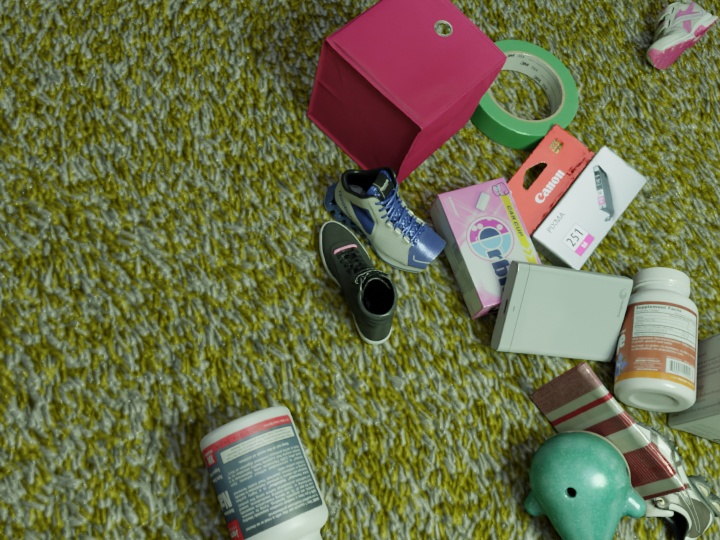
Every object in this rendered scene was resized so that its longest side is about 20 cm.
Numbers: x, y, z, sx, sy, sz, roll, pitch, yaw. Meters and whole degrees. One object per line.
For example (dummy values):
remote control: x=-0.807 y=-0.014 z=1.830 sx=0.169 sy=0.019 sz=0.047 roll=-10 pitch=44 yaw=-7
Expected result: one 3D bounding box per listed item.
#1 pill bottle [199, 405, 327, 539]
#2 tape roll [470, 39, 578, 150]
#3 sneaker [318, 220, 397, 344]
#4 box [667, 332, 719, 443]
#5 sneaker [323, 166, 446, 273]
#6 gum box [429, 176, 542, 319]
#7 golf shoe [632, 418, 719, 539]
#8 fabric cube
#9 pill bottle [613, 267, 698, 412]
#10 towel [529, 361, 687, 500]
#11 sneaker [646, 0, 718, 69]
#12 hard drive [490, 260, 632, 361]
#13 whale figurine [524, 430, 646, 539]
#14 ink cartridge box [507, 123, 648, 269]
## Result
pill bottle: x=-0.107 y=0.278 z=0.860 sx=0.119 sy=0.120 sz=0.200 roll=-18 pitch=72 yaw=-19
tape roll: x=0.278 y=-0.308 z=1.239 sx=0.200 sy=0.048 sz=0.201 roll=5 pitch=67 yaw=-12
sneaker: x=0.000 y=0.000 z=1.015 sx=0.071 sy=0.099 sz=0.200 roll=-19 pitch=72 yaw=-18
box: x=0.592 y=0.181 z=1.021 sx=0.199 sy=0.200 sz=0.131 roll=21 pitch=66 yaw=-3
sneaker: x=0.038 y=-0.084 z=1.050 sx=0.199 sy=0.115 sz=0.081 roll=35 pitch=65 yaw=3
gum box: x=0.197 y=-0.030 z=1.085 sx=0.113 sy=0.066 sz=0.200 roll=-16 pitch=73 yaw=-13
golf shoe: x=0.415 y=0.294 z=1.000 sx=0.200 sy=0.078 sz=0.094 roll=45 pitch=65 yaw=9
fabric cube: x=0.063 y=-0.284 z=1.094 sx=0.196 sy=0.200 sz=0.199 roll=45 pitch=66 yaw=7
pill bottle: x=0.447 y=0.102 z=1.070 sx=0.112 sy=0.112 sz=0.200 roll=18 pitch=64 yaw=-5
towel: x=0.334 y=0.226 z=0.972 sx=0.023 sy=0.144 sz=0.200 roll=-33 pitch=78 yaw=-27
sneaker: x=0.598 y=-0.459 z=1.366 sx=0.088 sy=0.081 sz=0.200 roll=46 pitch=57 yaw=10
hard drive: x=0.298 y=0.063 z=1.046 sx=0.199 sy=0.027 sz=0.132 roll=7 pitch=102 yaw=-20
whale figurine: x=0.289 y=0.314 z=0.929 sx=0.159 sy=0.104 sz=0.201 roll=-7 pitch=86 yaw=26
ink cartridge box: x=0.334 y=-0.123 z=1.149 sx=0.173 sy=0.044 sz=0.200 roll=39 pitch=81 yaw=4
